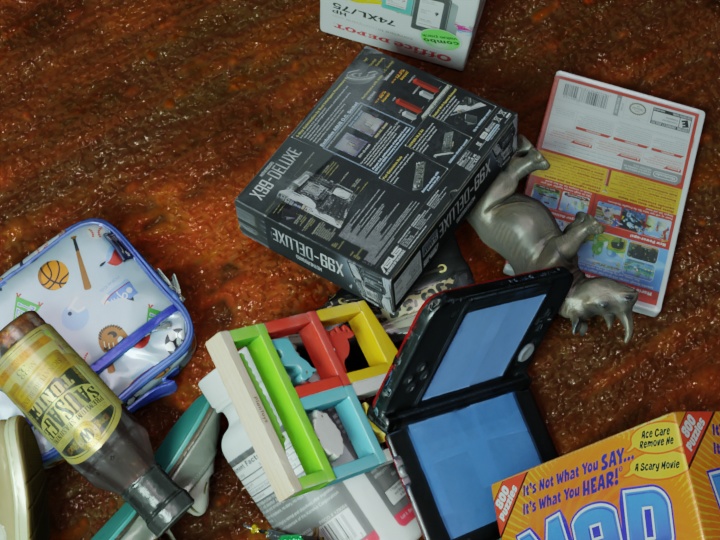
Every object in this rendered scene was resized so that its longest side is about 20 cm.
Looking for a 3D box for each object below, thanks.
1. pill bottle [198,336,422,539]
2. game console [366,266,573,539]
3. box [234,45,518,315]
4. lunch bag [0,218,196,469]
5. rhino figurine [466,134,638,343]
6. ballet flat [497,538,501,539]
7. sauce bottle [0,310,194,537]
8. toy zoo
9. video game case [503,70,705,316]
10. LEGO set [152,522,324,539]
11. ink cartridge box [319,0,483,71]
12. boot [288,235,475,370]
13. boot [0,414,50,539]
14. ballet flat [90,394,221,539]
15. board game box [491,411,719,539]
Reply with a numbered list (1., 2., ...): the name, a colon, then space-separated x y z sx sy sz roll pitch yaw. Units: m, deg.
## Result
1. pill bottle: -0.041 0.149 1.206 0.110 0.111 0.201 -34 87 -13
2. game console: 0.113 0.105 1.189 0.119 0.173 0.199 41 30 27
3. box: 0.015 -0.080 1.265 0.157 0.050 0.200 26 62 22
4. lunch bag: -0.237 0.062 1.267 0.200 0.076 0.161 -38 79 -13
5. rhino figurine: 0.166 -0.017 1.296 0.087 0.060 0.201 -39 77 6
6. ballet flat: 0.083 0.273 1.216 0.070 0.069 0.202 1 66 17
7. sauce bottle: -0.210 0.121 1.185 0.200 0.066 0.066 44 75 5
8. toy zoo: -0.018 0.093 1.166 0.199 0.020 0.132 -12 70 -50
9. video game case: 0.220 -0.071 1.359 0.142 0.017 0.202 16 71 3
10. LEGO set: -0.086 0.272 1.166 0.198 0.116 0.155 -16 73 20
11. ink cartridge box: 0.052 -0.298 1.334 0.145 0.200 0.147 16 72 3
12. boot: 0.000 0.000 1.298 0.198 0.073 0.152 -12 67 3
13. boot: -0.322 0.211 1.182 0.153 0.072 0.202 0 103 1
14. ballet flat: -0.162 0.194 1.238 0.064 0.067 0.201 42 73 -17
15. board game box: 0.250 0.228 1.122 0.198 0.200 0.202 4 66 -36
